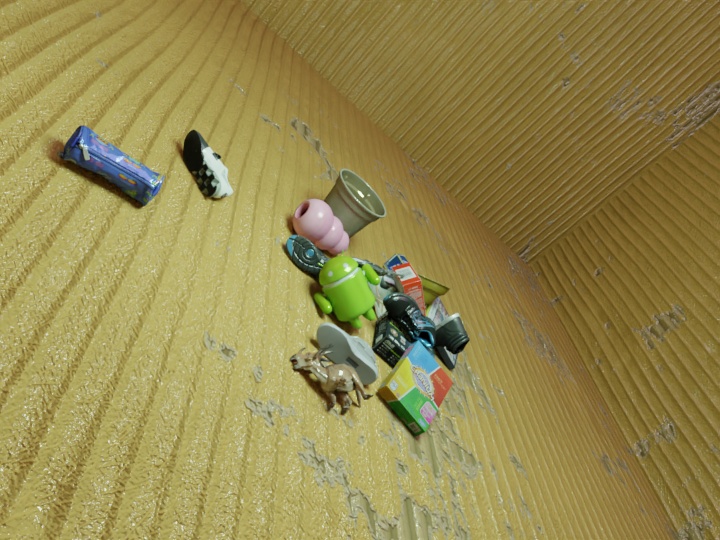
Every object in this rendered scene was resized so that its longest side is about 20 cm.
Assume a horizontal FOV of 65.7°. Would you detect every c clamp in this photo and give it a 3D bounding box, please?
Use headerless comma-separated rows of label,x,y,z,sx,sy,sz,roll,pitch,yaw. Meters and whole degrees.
c clamp,0.000,0.000,1.611,0.170,0.198,0.027,21,77,-49

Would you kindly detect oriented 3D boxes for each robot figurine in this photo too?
robot figurine,-0.035,0.052,1.469,0.202,0.174,0.116,63,-10,-11

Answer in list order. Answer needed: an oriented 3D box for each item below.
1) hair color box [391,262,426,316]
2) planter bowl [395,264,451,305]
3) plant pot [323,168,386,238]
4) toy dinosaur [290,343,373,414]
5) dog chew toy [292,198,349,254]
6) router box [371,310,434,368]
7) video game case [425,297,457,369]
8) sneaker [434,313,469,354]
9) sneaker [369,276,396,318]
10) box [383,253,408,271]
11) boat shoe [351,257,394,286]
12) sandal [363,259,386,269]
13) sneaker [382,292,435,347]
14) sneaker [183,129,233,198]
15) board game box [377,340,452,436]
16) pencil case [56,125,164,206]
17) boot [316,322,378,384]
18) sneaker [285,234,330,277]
hair color box,0.151,0.092,1.685,0.111,0.063,0.202,-117,-165,-57
planter bowl,0.188,0.057,1.805,0.198,0.084,0.200,23,1,0
plant pot,-0.050,-0.186,1.772,0.200,0.183,0.201,38,25,-21
toy dinosaur,-0.050,0.233,1.240,0.199,0.086,0.136,34,19,-42
dog chew toy,-0.108,-0.120,1.656,0.200,0.124,0.125,42,22,-36
router box,0.126,0.225,1.585,0.200,0.062,0.150,42,22,-13
video game case,0.273,0.197,1.851,0.201,0.025,0.181,60,27,-13
sneaker,0.246,0.217,1.660,0.070,0.200,0.100,-12,66,-41
sneaker,0.086,0.099,1.678,0.201,0.092,0.075,53,24,11
box,0.165,0.040,1.942,0.201,0.070,0.064,58,21,22
boat shoe,0.037,0.008,1.745,0.199,0.068,0.057,31,41,-25
sandal,0.082,0.032,1.826,0.200,0.055,0.082,46,22,-6
sneaker,0.145,0.138,1.564,0.199,0.073,0.082,38,24,-22
sneaker,-0.392,-0.270,1.444,0.088,0.074,0.202,1,61,-60
board game box,0.146,0.300,1.442,0.153,0.040,0.200,50,41,-4
pencil case,-0.501,-0.211,1.135,0.199,0.079,0.087,33,-3,-31
boot,-0.033,0.188,1.368,0.200,0.073,0.096,50,15,-18
sneaker,-0.127,-0.021,1.547,0.200,0.073,0.082,41,-3,-11
